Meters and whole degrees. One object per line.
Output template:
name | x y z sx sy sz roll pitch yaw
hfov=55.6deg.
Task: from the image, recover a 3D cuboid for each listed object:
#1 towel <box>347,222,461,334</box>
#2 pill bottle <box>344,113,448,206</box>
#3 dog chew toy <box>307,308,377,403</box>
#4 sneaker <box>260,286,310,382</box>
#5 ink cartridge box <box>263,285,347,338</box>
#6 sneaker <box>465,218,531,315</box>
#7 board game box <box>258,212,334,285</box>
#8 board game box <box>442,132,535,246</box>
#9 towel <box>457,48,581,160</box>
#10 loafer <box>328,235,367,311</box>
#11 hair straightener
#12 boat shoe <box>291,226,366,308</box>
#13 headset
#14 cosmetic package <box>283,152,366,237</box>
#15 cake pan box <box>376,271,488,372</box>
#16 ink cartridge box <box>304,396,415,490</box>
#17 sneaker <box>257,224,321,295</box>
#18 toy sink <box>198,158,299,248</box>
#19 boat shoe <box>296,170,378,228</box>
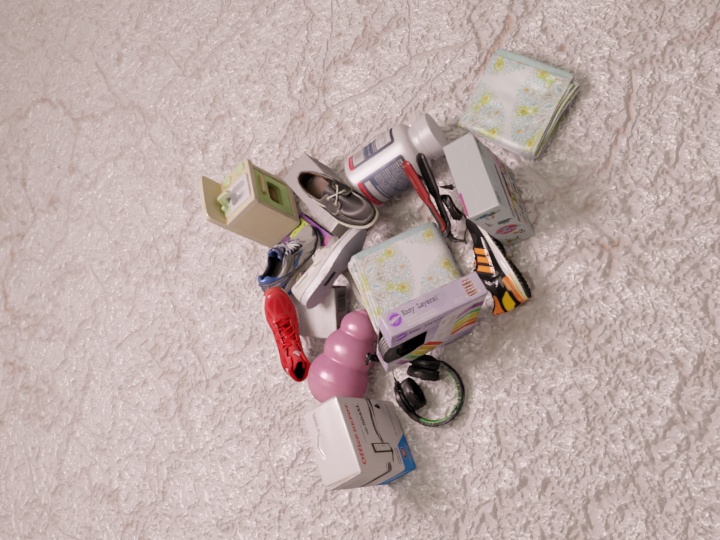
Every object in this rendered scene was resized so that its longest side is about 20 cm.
towel | 0.091 0.015 1.348 0.199 0.048 0.172 -24 68 3
pill bottle | 0.077 -0.229 1.409 0.199 0.119 0.120 -30 64 24
dog chew toy | -0.026 0.175 1.381 0.124 0.124 0.201 23 90 35
sneaker | -0.142 0.136 1.408 0.115 0.078 0.202 29 139 62
ink cartridge box | -0.121 0.085 1.492 0.199 0.050 0.110 2 97 35
sneaker | 0.234 -0.010 1.282 0.090 0.070 0.201 -37 63 17
board game box | -0.143 -0.017 1.561 0.120 0.032 0.201 39 101 37
board game box | 0.236 -0.140 1.232 0.064 0.199 0.149 -26 65 26
towel | 0.303 -0.323 1.324 0.199 0.048 0.172 34 98 35
loafer | 0.000 0.000 1.441 0.070 0.070 0.201 -39 68 13
hair straightener | 0.162 -0.142 1.332 0.077 0.041 0.201 -33 91 -17
boat shoe | -0.069 -0.019 1.401 0.070 0.071 0.201 39 96 27
headset | 0.101 0.213 1.303 0.199 0.094 0.124 32 96 23
cosmetic package | -0.068 -0.160 1.497 0.090 0.107 0.200 -52 55 11
cake pan box | 0.119 0.096 1.218 0.199 0.185 0.053 -23 64 -14
ink cartridge box | 0.001 0.322 1.279 0.084 0.199 0.147 -32 63 23
sneaker | -0.154 -0.028 1.473 0.077 0.085 0.201 6 55 37
toy sink | -0.249 -0.161 1.543 0.112 0.199 0.131 -38 49 26
boat shoe | -0.050 -0.145 1.380 0.199 0.068 0.072 34 89 31
